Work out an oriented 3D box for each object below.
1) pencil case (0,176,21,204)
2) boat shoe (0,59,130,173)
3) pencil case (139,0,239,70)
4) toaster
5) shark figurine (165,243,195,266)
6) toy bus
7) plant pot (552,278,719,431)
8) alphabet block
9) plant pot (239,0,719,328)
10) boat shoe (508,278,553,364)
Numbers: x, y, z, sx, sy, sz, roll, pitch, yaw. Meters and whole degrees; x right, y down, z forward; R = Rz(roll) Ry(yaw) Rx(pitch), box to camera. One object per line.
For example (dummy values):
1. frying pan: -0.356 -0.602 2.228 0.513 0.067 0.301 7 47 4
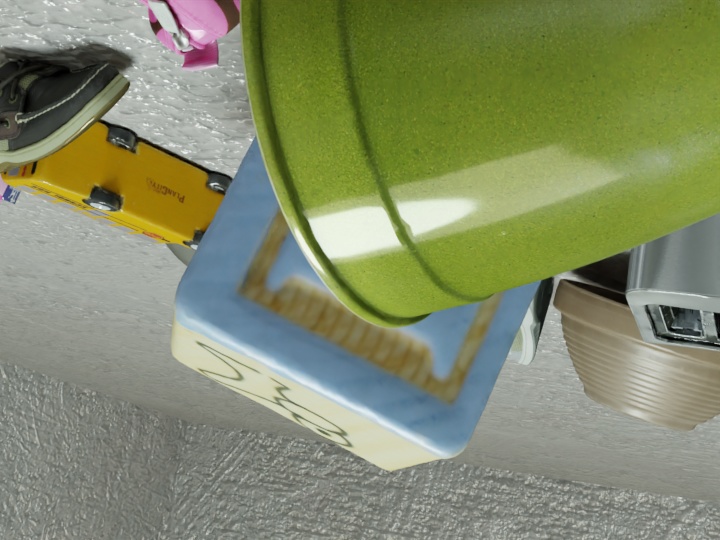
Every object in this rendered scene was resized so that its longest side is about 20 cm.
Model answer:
1. pencil case: -0.393 -0.101 1.092 0.199 0.088 0.087 22 164 -34
2. boat shoe: -0.241 -0.116 0.919 0.200 0.072 0.066 -13 119 48
3. pencil case: -0.118 -0.165 0.533 0.090 0.095 0.199 2 163 37
4. toaster: 0.260 -0.015 0.774 0.179 0.120 0.200 7 166 19
5. shark figurine: -0.115 0.014 1.329 0.213 0.090 0.128 17 168 -13
6. toy bus: -0.194 -0.070 1.081 0.078 0.066 0.199 0 162 45
7. plant pot: 0.256 0.080 1.125 0.199 0.094 0.201 18 -175 -2
8. alphabet block: 0.000 0.000 0.827 0.194 0.198 0.200 29 166 -3
9. plant pot: 0.086 -0.089 0.507 0.191 0.202 0.200 -9 159 28
10. boat shoe: 0.143 0.033 1.210 0.064 0.075 0.202 15 164 13
